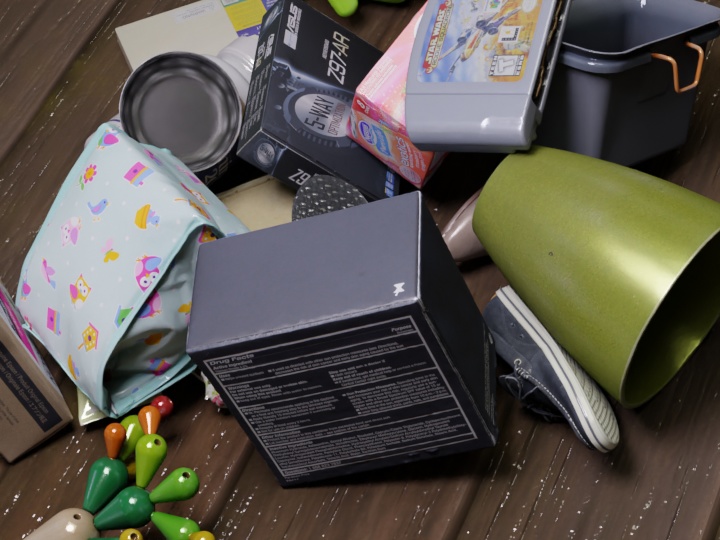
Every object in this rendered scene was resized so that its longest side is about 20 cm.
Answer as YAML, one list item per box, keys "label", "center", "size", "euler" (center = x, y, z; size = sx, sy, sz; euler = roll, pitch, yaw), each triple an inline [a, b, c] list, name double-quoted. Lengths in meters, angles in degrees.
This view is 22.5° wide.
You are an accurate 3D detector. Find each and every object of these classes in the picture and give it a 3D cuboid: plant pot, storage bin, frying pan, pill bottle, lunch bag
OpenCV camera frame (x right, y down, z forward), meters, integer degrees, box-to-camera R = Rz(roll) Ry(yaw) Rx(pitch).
- label: "plant pot"
  center: [0.198, -0.016, 1.539]
  size: [0.199, 0.188, 0.187]
  euler: [35, 60, 24]
- label: "storage bin"
  center: [0.241, -0.167, 1.666]
  size: [0.145, 0.136, 0.199]
  euler: [24, 34, 38]
- label: "frying pan"
  center: [-0.175, -0.109, 1.669]
  size: [0.114, 0.031, 0.192]
  euler: [15, 80, -9]
- label: "pill bottle"
  center: [-0.163, -0.139, 1.764]
  size: [0.111, 0.112, 0.200]
  euler: [31, 59, 30]
- label: "lunch bag"
  center: [-0.202, 0.007, 1.564]
  size: [0.170, 0.122, 0.201]
  euler: [42, 102, 36]

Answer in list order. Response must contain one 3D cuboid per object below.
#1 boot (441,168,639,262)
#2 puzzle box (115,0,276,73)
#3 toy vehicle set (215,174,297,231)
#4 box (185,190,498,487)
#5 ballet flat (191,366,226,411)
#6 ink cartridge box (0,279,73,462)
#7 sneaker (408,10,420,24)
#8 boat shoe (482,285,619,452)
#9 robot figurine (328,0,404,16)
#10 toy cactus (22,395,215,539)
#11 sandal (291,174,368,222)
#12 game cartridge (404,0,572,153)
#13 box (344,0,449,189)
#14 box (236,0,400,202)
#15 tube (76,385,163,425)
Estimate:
- label: "boot"
  center: [0.187, -0.036, 1.656]
  size: [0.199, 0.071, 0.146]
  euler: [-37, 56, -23]
- label: "puzzle box"
  center: [-0.147, -0.237, 1.908]
  size: [0.198, 0.026, 0.134]
  euler: [-19, 48, -10]
- label: "toy vehicle set"
  center: [-0.071, -0.010, 1.693]
  size: [0.123, 0.027, 0.201]
  euler: [-21, 49, -11]
- label: "box"
  center: [-0.010, 0.059, 1.477]
  size: [0.198, 0.199, 0.124]
  euler: [-12, 48, 16]
- label: "ballet flat"
  center: [-0.145, 0.048, 1.629]
  size: [0.064, 0.075, 0.200]
  euler: [-45, 44, 12]
- label: "ink cartridge box"
  center: [-0.345, 0.043, 1.582]
  size: [0.075, 0.165, 0.200]
  euler: [-33, 52, -5]
- label: "sneaker"
  center: [0.117, -0.169, 1.774]
  size: [0.199, 0.073, 0.115]
  euler: [22, 55, 13]
- label: "boat shoe"
  center: [0.156, 0.092, 1.541]
  size: [0.062, 0.075, 0.200]
  euler: [-43, 44, 8]
- label: "robot figurine"
  center: [-0.005, -0.350, 1.926]
  size: [0.198, 0.116, 0.176]
  euler: [10, 42, 12]
- label: "toy cactus"
  center: [-0.201, 0.205, 1.491]
  size: [0.164, 0.102, 0.201]
  euler: [-26, 50, 9]
- label: "sandal"
  center: [-0.001, 0.001, 1.631]
  size: [0.075, 0.048, 0.201]
  euler: [-27, 65, -18]
- label: "game cartridge"
  center: [0.110, -0.197, 1.586]
  size: [0.132, 0.042, 0.202]
  euler: [5, 67, 27]
- label: "box"
  center: [0.082, -0.191, 1.687]
  size: [0.094, 0.103, 0.200]
  euler: [36, 71, 6]
- label: "box"
  center: [-0.032, -0.154, 1.744]
  size: [0.159, 0.043, 0.201]
  euler: [30, 43, -23]
- label: "tube"
  center: [-0.236, 0.050, 1.649]
  size: [0.058, 0.052, 0.201]
  euler: [-44, 46, 27]
